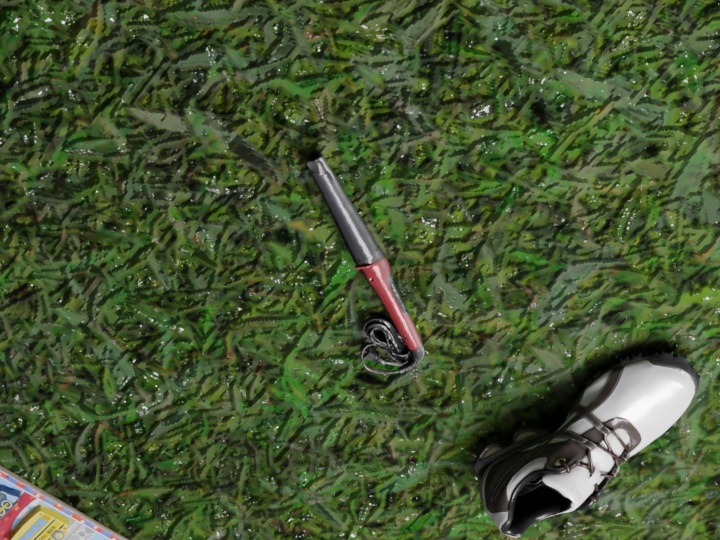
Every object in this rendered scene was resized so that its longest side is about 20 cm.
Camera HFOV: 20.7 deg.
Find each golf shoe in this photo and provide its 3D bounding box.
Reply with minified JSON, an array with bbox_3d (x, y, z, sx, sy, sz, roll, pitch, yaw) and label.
[{"bbox_3d":[0.181,0.142,1.527,0.199,0.095,0.078,-35,118,18],"label":"golf shoe"}]

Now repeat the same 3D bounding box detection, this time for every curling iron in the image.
[{"bbox_3d":[0.000,0.000,1.460,0.049,0.026,0.201,-17,124,6],"label":"curling iron"}]

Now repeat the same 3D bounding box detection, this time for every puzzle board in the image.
[{"bbox_3d":[-0.303,0.254,1.631,0.150,0.017,0.200,34,117,-23],"label":"puzzle board"}]
